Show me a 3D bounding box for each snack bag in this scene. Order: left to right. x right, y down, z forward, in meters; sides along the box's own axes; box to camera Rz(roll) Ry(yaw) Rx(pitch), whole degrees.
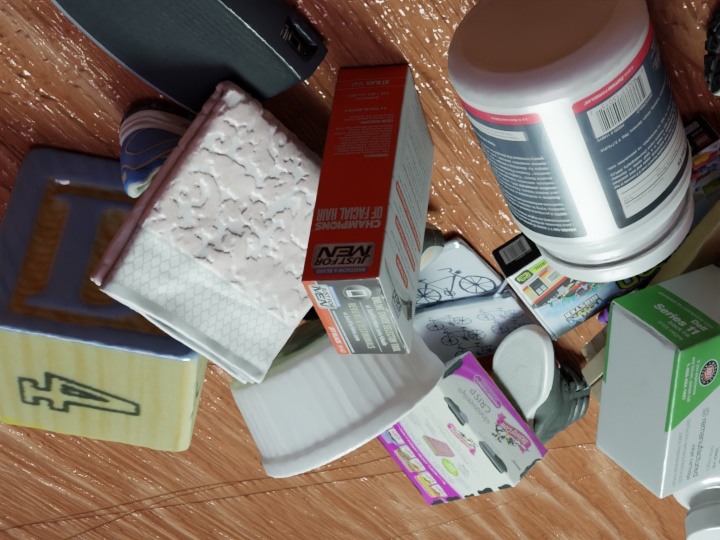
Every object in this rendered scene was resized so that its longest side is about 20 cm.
[{"bbox_3d":[0.074,0.039,1.248,0.188,0.022,0.200,-14,141,31],"label":"snack bag"}]

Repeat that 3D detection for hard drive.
[{"bbox_3d":[-0.135,-0.188,0.916,0.134,0.043,0.200,-20,139,36],"label":"hard drive"}]

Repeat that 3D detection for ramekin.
[{"bbox_3d":[-0.028,0.103,1.177,0.200,0.200,0.098,-24,100,39],"label":"ramekin"}]

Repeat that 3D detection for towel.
[{"bbox_3d":[-0.094,-0.023,0.988,0.032,0.191,0.200,29,173,46],"label":"towel"}]

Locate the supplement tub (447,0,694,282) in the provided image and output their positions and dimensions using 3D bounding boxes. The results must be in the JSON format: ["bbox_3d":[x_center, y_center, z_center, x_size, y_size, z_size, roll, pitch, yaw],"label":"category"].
[{"bbox_3d":[0.156,-0.102,0.876,0.140,0.141,0.200,-9,135,24],"label":"supplement tub"}]

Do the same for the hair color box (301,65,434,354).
[{"bbox_3d":[0.010,-0.048,0.958,0.064,0.201,0.111,-2,146,15],"label":"hair color box"}]

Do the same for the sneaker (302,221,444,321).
[{"bbox_3d":[0.000,0.000,1.159,0.079,0.074,0.200,-3,168,-41],"label":"sneaker"}]

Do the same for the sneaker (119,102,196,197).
[{"bbox_3d":[-0.115,-0.074,1.059,0.199,0.077,0.076,14,146,-16],"label":"sneaker"}]

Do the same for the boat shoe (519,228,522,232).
[{"bbox_3d":[0.169,-0.038,1.064,0.074,0.067,0.200,-8,144,23],"label":"boat shoe"}]

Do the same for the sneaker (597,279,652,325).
[{"bbox_3d":[0.259,0.036,1.159,0.083,0.081,0.200,10,146,30],"label":"sneaker"}]

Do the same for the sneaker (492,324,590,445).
[{"bbox_3d":[0.195,0.109,1.280,0.071,0.099,0.201,41,150,33],"label":"sneaker"}]

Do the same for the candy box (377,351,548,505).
[{"bbox_3d":[0.096,0.176,1.327,0.137,0.061,0.200,52,153,-2],"label":"candy box"}]

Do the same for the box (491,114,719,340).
[{"bbox_3d":[0.218,-0.032,1.013,0.200,0.035,0.110,-34,136,10],"label":"box"}]

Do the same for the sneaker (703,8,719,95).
[{"bbox_3d":[0.308,-0.187,0.814,0.085,0.077,0.200,4,156,-13],"label":"sneaker"}]

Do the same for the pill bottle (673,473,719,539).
[{"bbox_3d":[0.368,0.180,1.238,0.110,0.201,0.111,5,148,3],"label":"pill bottle"}]

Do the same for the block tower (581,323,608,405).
[{"bbox_3d":[0.285,0.063,1.070,0.199,0.054,0.058,-10,153,-31],"label":"block tower"}]

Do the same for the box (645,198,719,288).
[{"bbox_3d":[0.332,-0.030,1.018,0.163,0.021,0.200,-14,155,-22],"label":"box"}]

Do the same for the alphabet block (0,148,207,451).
[{"bbox_3d":[-0.234,0.032,1.143,0.195,0.196,0.200,12,148,-3],"label":"alphabet block"}]

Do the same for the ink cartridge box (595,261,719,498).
[{"bbox_3d":[0.295,0.073,0.979,0.199,0.083,0.147,-18,124,-25],"label":"ink cartridge box"}]
